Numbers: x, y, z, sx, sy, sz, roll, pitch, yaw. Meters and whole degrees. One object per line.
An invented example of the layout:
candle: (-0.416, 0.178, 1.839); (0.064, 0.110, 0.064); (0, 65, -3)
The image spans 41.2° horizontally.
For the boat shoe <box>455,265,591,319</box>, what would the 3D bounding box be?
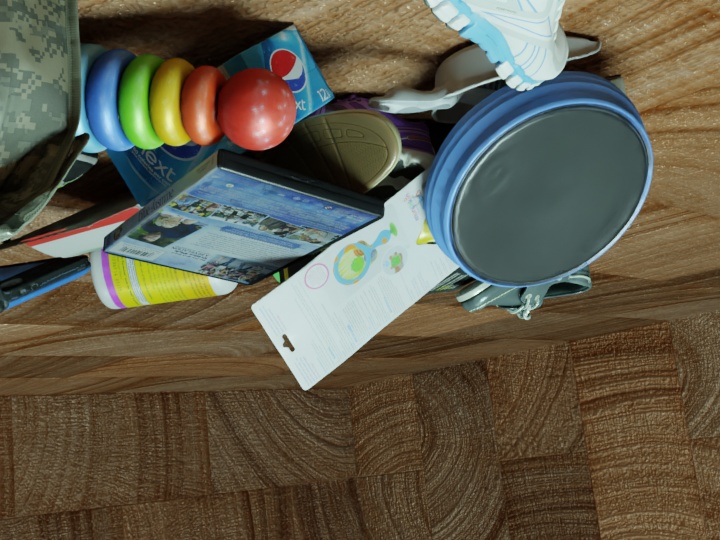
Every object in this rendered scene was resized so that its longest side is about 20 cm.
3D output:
boat shoe: (0.181, 0.017, 1.014); (0.200, 0.062, 0.073); (-19, 175, -43)

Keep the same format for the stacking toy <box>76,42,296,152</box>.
stacking toy: (-0.141, -0.116, 0.655); (0.199, 0.086, 0.085); (5, 171, 13)

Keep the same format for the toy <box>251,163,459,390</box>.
toy: (0.000, 0.000, 0.838); (0.200, 0.047, 0.115); (-36, 131, -10)

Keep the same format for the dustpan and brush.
dustpan and brush: (0.088, -0.149, 0.785); (0.199, 0.058, 0.139); (1, 166, -33)

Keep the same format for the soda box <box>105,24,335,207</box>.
soda box: (-0.117, -0.118, 0.758); (0.200, 0.064, 0.068); (-20, -164, 45)

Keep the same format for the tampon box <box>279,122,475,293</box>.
tampon box: (0.022, -0.058, 0.959); (0.199, 0.151, 0.126); (-2, 166, -20)

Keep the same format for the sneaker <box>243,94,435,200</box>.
sneaker: (-0.030, -0.119, 0.845); (0.199, 0.084, 0.081); (13, 143, -16)

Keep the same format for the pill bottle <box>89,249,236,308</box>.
pill bottle: (-0.210, -0.017, 1.137); (0.199, 0.105, 0.104); (-7, 168, 5)

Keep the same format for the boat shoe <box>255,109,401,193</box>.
boat shoe: (-0.041, -0.081, 0.772); (0.200, 0.072, 0.065); (-23, -172, 39)

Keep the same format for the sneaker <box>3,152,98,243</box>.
sneaker: (-0.319, -0.067, 0.893); (0.199, 0.083, 0.072); (-14, 166, 31)

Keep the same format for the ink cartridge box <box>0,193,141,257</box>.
ink cartridge box: (-0.260, -0.039, 0.962); (0.160, 0.050, 0.200); (-12, -165, 27)

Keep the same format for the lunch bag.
lunch bag: (-0.245, -0.087, 0.562); (0.164, 0.201, 0.117); (-18, 163, 41)

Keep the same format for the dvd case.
dvd case: (-0.096, -0.034, 0.748); (0.142, 0.018, 0.200); (14, 156, -34)

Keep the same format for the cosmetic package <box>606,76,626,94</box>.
cosmetic package: (0.233, -0.107, 0.964); (0.073, 0.104, 0.200); (-10, 169, 12)

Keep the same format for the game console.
game console: (-0.370, -0.018, 0.832); (0.199, 0.119, 0.171); (-6, -164, 33)

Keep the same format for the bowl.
bowl: (0.154, -0.069, 0.806); (0.200, 0.039, 0.201); (-11, 131, -13)

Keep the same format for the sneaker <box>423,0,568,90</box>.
sneaker: (0.113, -0.181, 0.635); (0.086, 0.075, 0.200); (-20, 164, 28)

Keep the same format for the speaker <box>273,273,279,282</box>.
speaker: (-0.015, -0.037, 1.193); (0.199, 0.089, 0.088); (-12, 167, 23)
